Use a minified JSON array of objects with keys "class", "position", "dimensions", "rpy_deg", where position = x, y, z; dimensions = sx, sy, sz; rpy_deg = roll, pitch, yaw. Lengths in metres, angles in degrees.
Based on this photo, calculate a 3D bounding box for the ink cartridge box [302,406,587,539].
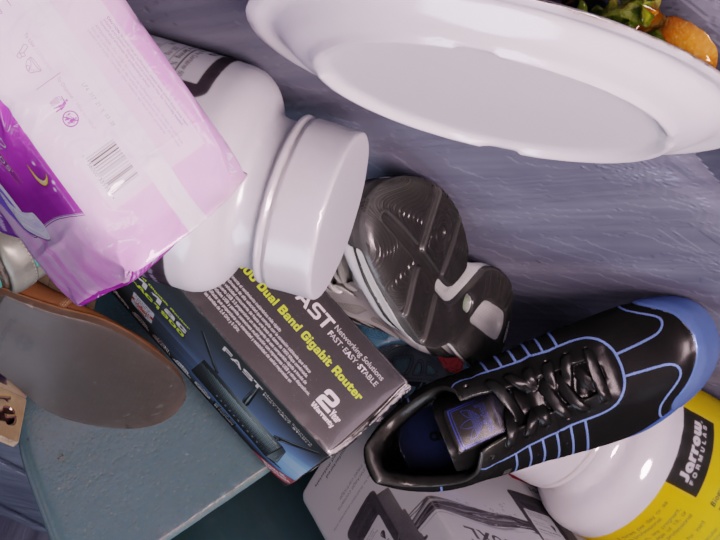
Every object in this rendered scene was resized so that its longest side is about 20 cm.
[{"class":"ink cartridge box","position":[0.071,0.177,1.154],"dimensions":[0.145,0.083,0.200],"rpy_deg":[23,-162,-31]}]

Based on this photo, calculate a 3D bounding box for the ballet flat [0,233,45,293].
[{"class":"ballet flat","position":[-0.223,-0.059,1.136],"dimensions":[0.200,0.064,0.067],"rpy_deg":[43,157,38]}]

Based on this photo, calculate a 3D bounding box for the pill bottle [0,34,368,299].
[{"class":"pill bottle","position":[-0.103,-0.054,0.937],"dimensions":[0.200,0.112,0.111],"rpy_deg":[18,164,10]}]

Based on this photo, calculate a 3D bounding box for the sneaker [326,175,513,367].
[{"class":"sneaker","position":[0.000,0.001,1.062],"dimensions":[0.115,0.076,0.201],"rpy_deg":[11,164,24]}]

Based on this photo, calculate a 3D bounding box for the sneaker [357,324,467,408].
[{"class":"sneaker","position":[0.045,0.094,1.283],"dimensions":[0.079,0.096,0.200],"rpy_deg":[7,160,40]}]

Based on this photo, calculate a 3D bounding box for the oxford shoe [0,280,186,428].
[{"class":"oxford shoe","position":[-0.187,0.029,1.152],"dimensions":[0.200,0.071,0.071],"rpy_deg":[29,-155,-27]}]

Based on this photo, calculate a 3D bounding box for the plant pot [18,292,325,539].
[{"class":"plant pot","position":[-0.115,0.106,1.314],"dimensions":[0.200,0.196,0.196],"rpy_deg":[57,-178,27]}]

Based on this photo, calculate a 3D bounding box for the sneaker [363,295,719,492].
[{"class":"sneaker","position":[0.093,0.072,1.053],"dimensions":[0.200,0.070,0.078],"rpy_deg":[-28,172,29]}]

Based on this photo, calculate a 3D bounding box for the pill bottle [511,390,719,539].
[{"class":"pill bottle","position":[0.175,0.119,1.179],"dimensions":[0.200,0.111,0.111],"rpy_deg":[28,163,-28]}]

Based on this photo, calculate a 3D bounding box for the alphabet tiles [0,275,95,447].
[{"class":"alphabet tiles","position":[-0.234,0.006,1.184],"dimensions":[0.167,0.200,0.008],"rpy_deg":[28,132,-25]}]

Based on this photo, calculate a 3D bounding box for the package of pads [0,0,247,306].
[{"class":"package of pads","position":[-0.138,-0.086,0.806],"dimensions":[0.200,0.076,0.120],"rpy_deg":[54,160,-6]}]

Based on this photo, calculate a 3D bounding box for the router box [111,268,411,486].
[{"class":"router box","position":[-0.073,0.023,1.106],"dimensions":[0.200,0.062,0.150],"rpy_deg":[47,163,2]}]

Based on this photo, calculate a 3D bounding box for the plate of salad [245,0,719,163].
[{"class":"plate of salad","position":[0.055,-0.085,0.764],"dimensions":[0.200,0.048,0.200],"rpy_deg":[13,172,2]}]
